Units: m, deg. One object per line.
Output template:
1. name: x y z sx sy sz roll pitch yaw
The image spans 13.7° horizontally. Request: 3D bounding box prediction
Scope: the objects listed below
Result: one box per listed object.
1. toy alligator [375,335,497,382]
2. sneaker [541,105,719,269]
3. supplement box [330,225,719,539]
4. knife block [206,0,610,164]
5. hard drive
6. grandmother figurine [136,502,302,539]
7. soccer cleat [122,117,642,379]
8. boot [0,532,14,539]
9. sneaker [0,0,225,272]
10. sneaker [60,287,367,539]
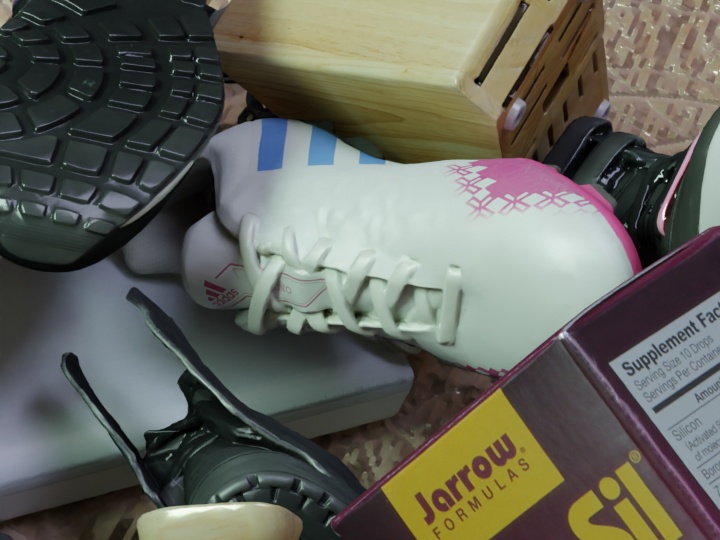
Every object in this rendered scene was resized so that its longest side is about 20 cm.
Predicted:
1. toy alligator: 0.087 0.054 0.968 0.200 0.054 0.059 40 19 2
2. sneaker: 0.089 -0.014 0.896 0.099 0.200 0.071 28 77 18
3. supplement box: 0.102 0.106 0.790 0.200 0.110 0.086 53 41 7
4. knife block: -0.008 -0.083 0.983 0.175 0.200 0.064 28 79 13
5. hard drive: -0.096 0.014 0.951 0.200 0.027 0.132 -12 52 -40
6. grandmother figurine: -0.023 0.165 0.746 0.121 0.060 0.201 22 58 -36
7. soccer cleat: 0.000 0.000 0.902 0.086 0.070 0.200 -19 20 -32
8. boot: -0.127 0.120 0.778 0.199 0.070 0.132 19 43 -4
9. sneaker: -0.083 -0.046 0.929 0.075 0.088 0.200 12 35 -4
10. sneaker: -0.004 0.093 0.874 0.200 0.060 0.104 45 -1 -18
